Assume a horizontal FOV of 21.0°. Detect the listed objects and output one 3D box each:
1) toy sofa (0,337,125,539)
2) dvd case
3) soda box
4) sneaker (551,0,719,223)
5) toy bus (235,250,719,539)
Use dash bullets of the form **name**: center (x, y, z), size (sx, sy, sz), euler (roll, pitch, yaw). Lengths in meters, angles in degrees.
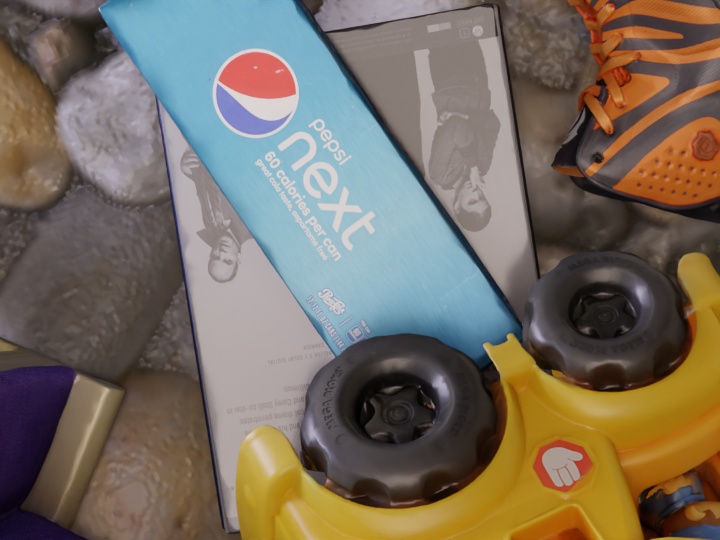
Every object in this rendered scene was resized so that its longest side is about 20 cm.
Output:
- **toy sofa**: center (-0.145, 0.082, 0.743), size (0.097, 0.200, 0.084), euler (22, 93, 9)
- **dvd case**: center (0.000, 0.000, 0.815), size (0.149, 0.025, 0.202), euler (-9, 92, 4)
- **soda box**: center (-0.017, -0.039, 0.771), size (0.068, 0.064, 0.201), euler (-35, 90, 4)
- **sneaker**: center (0.100, -0.097, 0.777), size (0.200, 0.078, 0.112), euler (42, 94, 2)
- **toy bus**: center (0.079, 0.112, 0.687), size (0.198, 0.136, 0.192), euler (-23, 48, -13)
